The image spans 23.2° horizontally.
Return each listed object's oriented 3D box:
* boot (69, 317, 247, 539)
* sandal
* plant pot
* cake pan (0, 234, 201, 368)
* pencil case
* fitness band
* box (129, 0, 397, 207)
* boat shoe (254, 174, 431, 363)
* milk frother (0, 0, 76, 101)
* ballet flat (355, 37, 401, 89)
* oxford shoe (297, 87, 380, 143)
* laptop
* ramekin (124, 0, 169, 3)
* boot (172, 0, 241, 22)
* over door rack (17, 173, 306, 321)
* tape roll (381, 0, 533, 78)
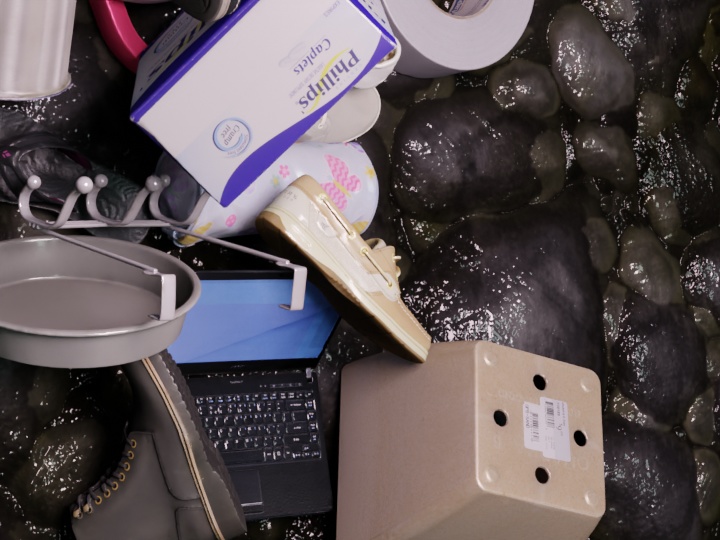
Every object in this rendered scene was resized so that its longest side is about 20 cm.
[{"bbox_3d":[-0.190,0.151,1.409,0.137,0.077,0.201,-22,104,0],"label":"boot"},{"bbox_3d":[-0.248,-0.079,1.420,0.200,0.048,0.076,23,75,-34],"label":"sandal"},{"bbox_3d":[0.108,0.165,1.546,0.199,0.177,0.201,16,60,-26],"label":"plant pot"},{"bbox_3d":[-0.223,0.024,1.354,0.199,0.200,0.037,-11,116,-36],"label":"cake pan"},{"bbox_3d":[-0.080,-0.068,1.524,0.199,0.083,0.092,-3,99,-36],"label":"pencil case"},{"bbox_3d":[-0.172,-0.261,1.498,0.143,0.037,0.202,-24,101,-32],"label":"fitness band"},{"bbox_3d":[-0.079,-0.173,1.375,0.184,0.200,0.105,-43,109,11],"label":"box"},{"bbox_3d":[0.000,0.000,1.476,0.200,0.074,0.067,46,71,-28],"label":"boat shoe"},{"bbox_3d":[-0.311,-0.255,1.342,0.179,0.200,0.189,-3,119,-31],"label":"milk frother"},{"bbox_3d":[-0.049,-0.204,1.517,0.199,0.069,0.070,9,82,-34],"label":"ballet flat"},{"bbox_3d":[-0.056,-0.148,1.562,0.199,0.058,0.076,-1,84,-39],"label":"oxford shoe"},{"bbox_3d":[-0.081,0.108,1.498,0.176,0.103,0.202,0,78,-36],"label":"laptop"},{"bbox_3d":[-0.164,-0.326,1.422,0.199,0.105,0.202,5,81,-32],"label":"ramekin"},{"bbox_3d":[-0.098,-0.276,1.318,0.153,0.074,0.204,-11,58,-36],"label":"boot"},{"bbox_3d":[-0.150,-0.032,1.357,0.147,0.199,0.067,-3,116,-45],"label":"over door rack"},{"bbox_3d":[0.072,-0.285,1.660,0.199,0.066,0.202,3,85,-37],"label":"tape roll"}]
